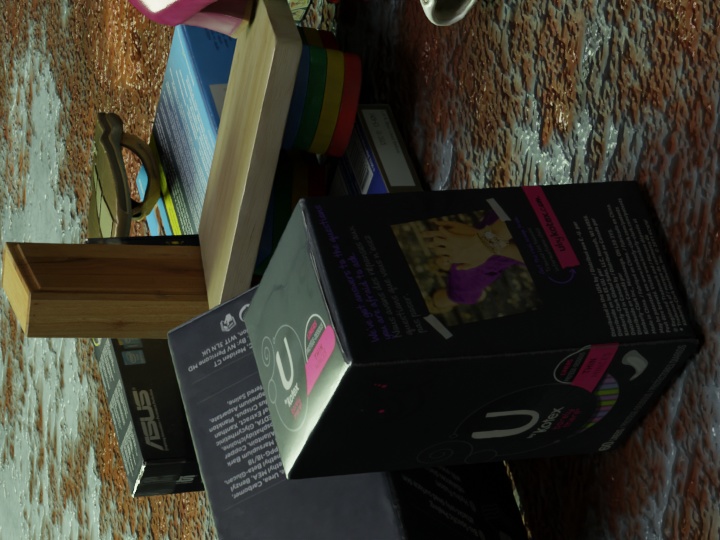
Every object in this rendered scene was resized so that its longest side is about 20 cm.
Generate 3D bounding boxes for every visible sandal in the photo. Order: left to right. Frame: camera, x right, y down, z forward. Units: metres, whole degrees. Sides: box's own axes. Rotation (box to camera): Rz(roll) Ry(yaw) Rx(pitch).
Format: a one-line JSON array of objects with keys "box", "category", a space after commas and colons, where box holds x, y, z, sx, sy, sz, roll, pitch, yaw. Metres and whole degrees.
[{"box": [-0.185, -0.071, 1.867, 0.200, 0.054, 0.081, -105, 23, -66], "category": "sandal"}]

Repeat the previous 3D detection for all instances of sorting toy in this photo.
[{"box": [-0.053, -0.081, 1.601, 0.199, 0.069, 0.201, -108, 29, -68], "category": "sorting toy"}]

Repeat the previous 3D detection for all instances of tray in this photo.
[{"box": [-0.142, 0.013, 1.651, 0.099, 0.199, 0.037, -131, 45, -62], "category": "tray"}]

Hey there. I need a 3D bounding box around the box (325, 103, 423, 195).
[{"box": [0.000, 0.000, 1.602, 0.200, 0.032, 0.121, 111, 148, -44], "category": "box"}]

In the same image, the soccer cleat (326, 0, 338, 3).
[{"box": [0.003, -0.224, 1.524, 0.200, 0.069, 0.078, -15, 74, 61], "category": "soccer cleat"}]

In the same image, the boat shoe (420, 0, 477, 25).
[{"box": [0.074, -0.198, 1.347, 0.200, 0.071, 0.070, 124, 137, -69], "category": "boat shoe"}]

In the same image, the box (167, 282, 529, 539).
[{"box": [0.002, 0.125, 1.376, 0.117, 0.197, 0.200, -28, 59, 17], "category": "box"}]

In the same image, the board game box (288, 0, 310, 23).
[{"box": [-0.037, -0.274, 1.663, 0.200, 0.023, 0.105, 119, 142, -54], "category": "board game box"}]

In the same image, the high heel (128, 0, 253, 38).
[{"box": [-0.097, -0.220, 1.534, 0.200, 0.096, 0.068, 134, 151, -63], "category": "high heel"}]

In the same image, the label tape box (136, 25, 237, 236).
[{"box": [-0.113, -0.080, 1.827, 0.200, 0.063, 0.144, 111, 148, -51], "category": "label tape box"}]

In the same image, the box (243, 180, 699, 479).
[{"box": [0.056, 0.031, 1.248, 0.122, 0.199, 0.106, 117, 143, -52], "category": "box"}]

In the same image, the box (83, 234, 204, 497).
[{"box": [-0.108, 0.064, 1.710, 0.049, 0.161, 0.200, 114, 146, -49], "category": "box"}]
